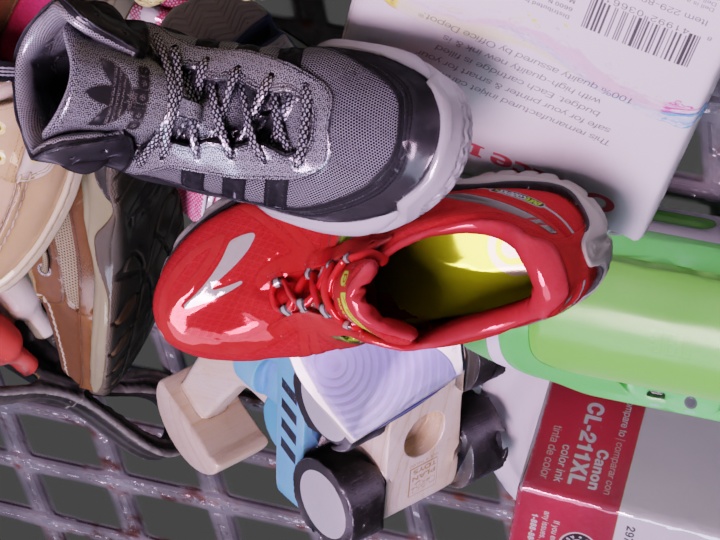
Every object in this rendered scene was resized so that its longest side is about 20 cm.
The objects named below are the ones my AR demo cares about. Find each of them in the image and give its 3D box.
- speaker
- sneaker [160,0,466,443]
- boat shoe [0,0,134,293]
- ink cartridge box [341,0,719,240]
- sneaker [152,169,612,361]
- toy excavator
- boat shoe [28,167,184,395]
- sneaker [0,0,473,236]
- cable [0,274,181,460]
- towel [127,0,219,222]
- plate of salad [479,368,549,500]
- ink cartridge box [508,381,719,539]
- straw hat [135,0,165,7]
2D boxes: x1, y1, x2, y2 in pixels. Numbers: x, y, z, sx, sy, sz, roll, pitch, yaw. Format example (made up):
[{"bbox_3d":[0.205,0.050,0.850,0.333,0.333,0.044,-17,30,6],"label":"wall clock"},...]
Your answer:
[{"bbox_3d":[0.147,0.018,1.310,0.199,0.089,0.089,11,146,17],"label":"speaker"},{"bbox_3d":[-0.013,-0.035,1.292,0.080,0.115,0.200,-28,93,13],"label":"sneaker"},{"bbox_3d":[-0.152,-0.082,1.265,0.074,0.069,0.201,31,110,29],"label":"boat shoe"},{"bbox_3d":[0.078,-0.116,1.155,0.144,0.088,0.200,22,146,3],"label":"ink cartridge box"},{"bbox_3d":[0.000,0.000,1.186,0.199,0.085,0.078,-10,103,22],"label":"sneaker"},{"bbox_3d":[-0.027,0.055,1.465,0.200,0.100,0.195,41,143,37],"label":"toy excavator"},{"bbox_3d":[-0.128,-0.029,1.374,0.073,0.076,0.201,21,137,14],"label":"boat shoe"},{"bbox_3d":[-0.060,-0.060,1.145,0.199,0.076,0.113,10,-179,39],"label":"sneaker"},{"bbox_3d":[-0.151,0.050,1.530,0.050,0.098,0.200,-23,130,37],"label":"cable"},{"bbox_3d":[-0.159,-0.093,1.385,0.199,0.030,0.147,14,146,14],"label":"towel"},{"bbox_3d":[0.155,0.081,1.433,0.199,0.048,0.201,10,137,10],"label":"plate of salad"},{"bbox_3d":[0.171,0.139,1.391,0.199,0.083,0.146,14,137,8],"label":"ink cartridge box"},{"bbox_3d":[-0.059,-0.143,1.120,0.200,0.086,0.201,-8,166,-2],"label":"straw hat"}]
